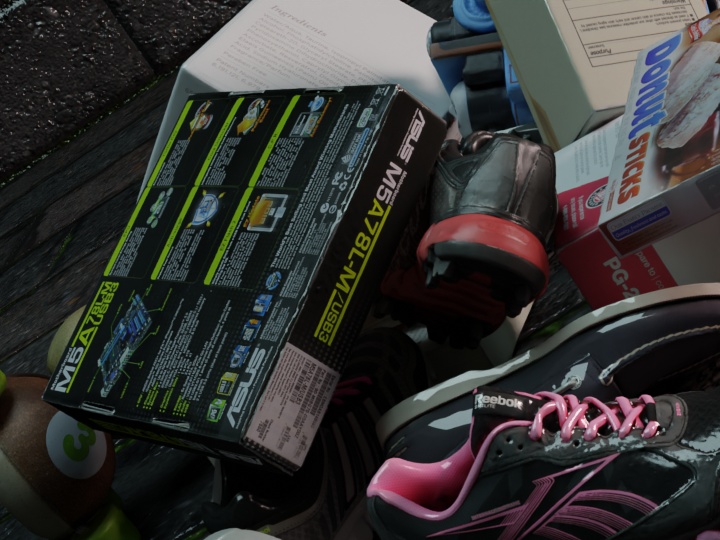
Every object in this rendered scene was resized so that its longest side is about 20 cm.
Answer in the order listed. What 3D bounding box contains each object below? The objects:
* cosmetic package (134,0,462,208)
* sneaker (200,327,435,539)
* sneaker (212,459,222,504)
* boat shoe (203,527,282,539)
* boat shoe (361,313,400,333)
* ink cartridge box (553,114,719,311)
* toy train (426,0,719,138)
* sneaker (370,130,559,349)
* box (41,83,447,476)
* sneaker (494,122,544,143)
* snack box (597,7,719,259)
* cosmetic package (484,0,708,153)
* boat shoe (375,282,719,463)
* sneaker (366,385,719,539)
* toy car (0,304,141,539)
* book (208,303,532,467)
[{"bbox_3d":[-0.034,-0.089,1.284,0.200,0.166,0.167,-53,-11,-48],"label":"cosmetic package"},{"bbox_3d":[-0.023,0.089,0.948,0.074,0.087,0.200,-17,32,40],"label":"sneaker"},{"bbox_3d":[-0.066,0.046,1.042,0.115,0.074,0.200,17,88,35],"label":"sneaker"},{"bbox_3d":[-0.053,0.174,0.816,0.093,0.075,0.200,-37,14,-31],"label":"boat shoe"},{"bbox_3d":[0.000,0.000,1.088,0.200,0.074,0.060,-20,16,30],"label":"boat shoe"},{"bbox_3d":[0.205,-0.055,0.940,0.200,0.083,0.145,-30,17,17],"label":"ink cartridge box"},{"bbox_3d":[0.141,-0.141,1.174,0.200,0.087,0.114,-8,64,13],"label":"toy train"},{"bbox_3d":[0.057,-0.018,0.946,0.200,0.071,0.098,134,154,-73],"label":"sneaker"},{"bbox_3d":[-0.064,-0.002,0.944,0.193,0.047,0.200,2,64,53],"label":"box"},{"bbox_3d":[0.088,-0.049,1.164,0.090,0.067,0.200,-33,-4,-43],"label":"sneaker"},{"bbox_3d":[0.163,-0.076,0.888,0.072,0.024,0.200,-28,19,27],"label":"snack box"},{"bbox_3d":[0.137,-0.164,1.082,0.105,0.200,0.071,-9,-26,-18],"label":"cosmetic package"},{"bbox_3d":[0.104,0.068,0.876,0.200,0.073,0.063,-25,61,17],"label":"boat shoe"},{"bbox_3d":[0.089,0.082,0.758,0.200,0.095,0.079,-28,15,19],"label":"sneaker"},{"bbox_3d":[-0.161,0.073,1.166,0.200,0.164,0.158,-40,16,-7],"label":"toy car"},{"bbox_3d":[0.009,0.054,1.109,0.200,0.048,0.134,-25,18,28],"label":"book"}]
